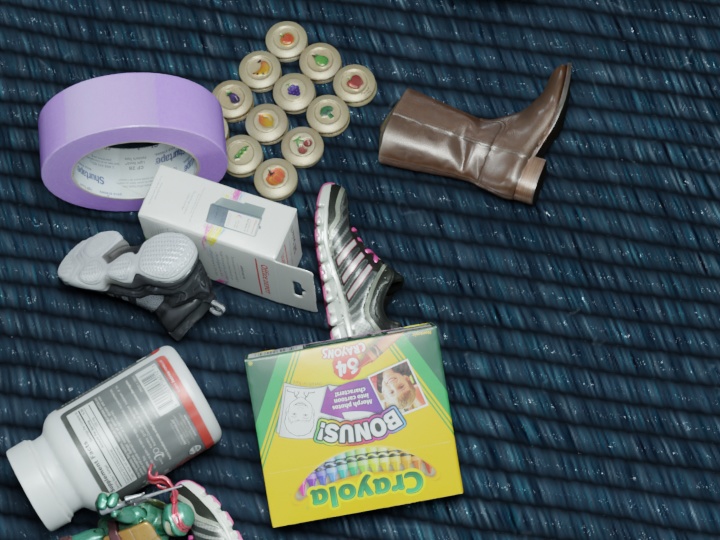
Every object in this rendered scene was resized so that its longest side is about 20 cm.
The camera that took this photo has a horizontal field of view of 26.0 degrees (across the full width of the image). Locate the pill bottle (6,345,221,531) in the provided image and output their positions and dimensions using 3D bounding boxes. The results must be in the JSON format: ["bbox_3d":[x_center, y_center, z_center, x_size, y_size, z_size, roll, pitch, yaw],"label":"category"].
[{"bbox_3d":[-0.252,0.174,1.594,0.199,0.116,0.116,-30,70,-10],"label":"pill bottle"}]

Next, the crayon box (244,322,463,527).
[{"bbox_3d":[-0.007,0.156,1.592,0.198,0.058,0.174,-10,93,-2],"label":"crayon box"}]

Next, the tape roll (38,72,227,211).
[{"bbox_3d":[-0.244,-0.135,1.672,0.198,0.200,0.066,-7,68,-1],"label":"tape roll"}]

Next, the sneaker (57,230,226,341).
[{"bbox_3d":[-0.234,0.021,1.677,0.199,0.114,0.076,-1,45,38],"label":"sneaker"}]

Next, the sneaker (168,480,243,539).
[{"bbox_3d":[-0.151,0.307,1.559,0.087,0.074,0.201,-27,75,-16],"label":"sneaker"}]

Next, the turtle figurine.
[{"bbox_3d":[-0.230,0.275,1.532,0.199,0.101,0.150,-26,105,15],"label":"turtle figurine"}]

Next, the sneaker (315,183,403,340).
[{"bbox_3d":[0.000,0.000,1.674,0.087,0.074,0.201,-9,73,-2],"label":"sneaker"}]

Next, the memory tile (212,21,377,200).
[{"bbox_3d":[-0.092,-0.186,1.788,0.153,0.017,0.200,35,73,14],"label":"memory tile"}]

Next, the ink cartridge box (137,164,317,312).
[{"bbox_3d":[-0.129,-0.032,1.672,0.199,0.117,0.068,19,67,9],"label":"ink cartridge box"}]

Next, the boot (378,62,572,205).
[{"bbox_3d":[0.128,-0.180,1.761,0.199,0.064,0.187,17,67,13],"label":"boot"}]
